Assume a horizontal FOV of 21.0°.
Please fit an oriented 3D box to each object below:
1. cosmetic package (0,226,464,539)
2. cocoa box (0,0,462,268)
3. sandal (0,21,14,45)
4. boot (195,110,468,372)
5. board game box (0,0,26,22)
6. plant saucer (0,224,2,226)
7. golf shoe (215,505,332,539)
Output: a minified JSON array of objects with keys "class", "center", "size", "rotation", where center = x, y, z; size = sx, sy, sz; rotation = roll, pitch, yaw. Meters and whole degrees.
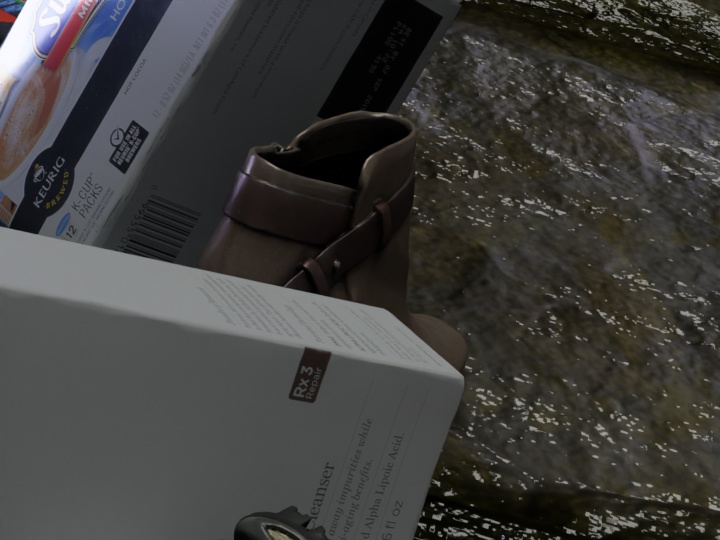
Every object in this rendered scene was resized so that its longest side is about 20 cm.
[{"class":"cosmetic package","center":[-0.075,0.058,0.706],"size":[0.199,0.114,0.081],"rotation":[10,14,-28]},{"class":"cocoa box","center":[-0.077,-0.089,0.914],"size":[0.131,0.201,0.133],"rotation":[39,11,39]},{"class":"sandal","center":[-0.257,-0.134,1.027],"size":[0.199,0.048,0.075],"rotation":[5,29,-13]},{"class":"boot","center":[0.000,0.000,0.874],"size":[0.070,0.147,0.200],"rotation":[25,26,28]},{"class":"board game box","center":[-0.205,-0.096,1.072],"size":[0.151,0.037,0.200],"rotation":[29,32,25]},{"class":"plant saucer","center":[-0.156,0.019,0.820],"size":[0.200,0.050,0.200],"rotation":[39,0,0]},{"class":"golf shoe","center":[-0.002,0.173,0.628],"size":[0.200,0.078,0.094],"rotation":[42,40,20]}]
